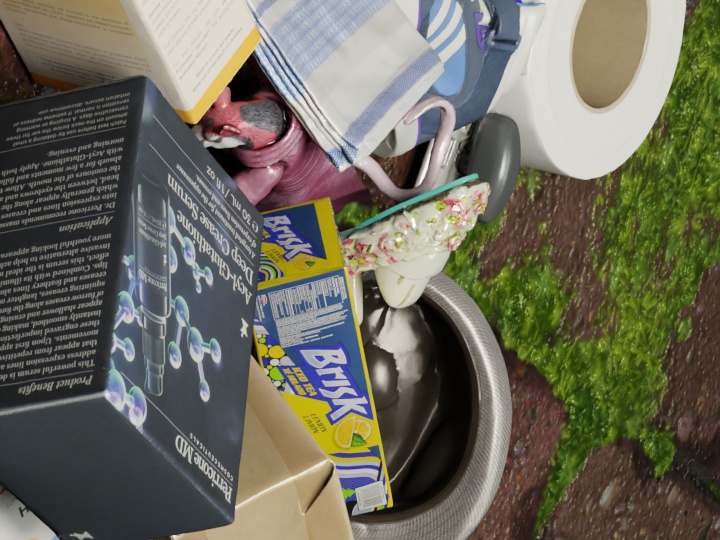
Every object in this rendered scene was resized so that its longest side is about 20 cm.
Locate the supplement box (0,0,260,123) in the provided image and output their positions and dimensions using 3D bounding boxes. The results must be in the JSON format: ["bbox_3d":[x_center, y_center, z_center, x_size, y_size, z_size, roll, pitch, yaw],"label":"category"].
[{"bbox_3d":[-0.149,-0.182,1.522,0.074,0.125,0.201,-54,141,-27],"label":"supplement box"}]

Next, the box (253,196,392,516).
[{"bbox_3d":[-0.028,0.058,1.705,0.064,0.070,0.201,-12,131,-2],"label":"box"}]

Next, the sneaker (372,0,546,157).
[{"bbox_3d":[0.054,-0.180,1.826,0.146,0.080,0.201,-31,134,-30],"label":"sneaker"}]

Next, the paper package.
[{"bbox_3d":[-0.081,0.146,1.667,0.103,0.200,0.192,-24,127,-14],"label":"paper package"}]

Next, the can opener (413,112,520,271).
[{"bbox_3d":[0.052,-0.014,1.915,0.053,0.067,0.201,24,83,-54],"label":"can opener"}]

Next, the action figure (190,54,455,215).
[{"bbox_3d":[-0.043,-0.068,1.696,0.200,0.148,0.135,21,81,-75],"label":"action figure"}]

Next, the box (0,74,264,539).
[{"bbox_3d":[-0.136,0.024,1.525,0.149,0.106,0.201,51,36,-50],"label":"box"}]

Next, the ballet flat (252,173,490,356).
[{"bbox_3d":[0.000,0.000,1.746,0.076,0.199,0.064,-15,85,-63],"label":"ballet flat"}]

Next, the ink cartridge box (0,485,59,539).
[{"bbox_3d":[-0.203,0.130,1.617,0.115,0.068,0.201,-44,135,-36],"label":"ink cartridge box"}]

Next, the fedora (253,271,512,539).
[{"bbox_3d":[0.008,0.087,1.840,0.090,0.175,0.202,-97,180,-87],"label":"fedora"}]

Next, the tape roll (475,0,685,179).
[{"bbox_3d":[0.147,-0.168,1.987,0.202,0.070,0.204,-26,124,-47],"label":"tape roll"}]

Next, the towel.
[{"bbox_3d":[-0.033,-0.168,1.670,0.201,0.024,0.147,55,36,-9],"label":"towel"}]
